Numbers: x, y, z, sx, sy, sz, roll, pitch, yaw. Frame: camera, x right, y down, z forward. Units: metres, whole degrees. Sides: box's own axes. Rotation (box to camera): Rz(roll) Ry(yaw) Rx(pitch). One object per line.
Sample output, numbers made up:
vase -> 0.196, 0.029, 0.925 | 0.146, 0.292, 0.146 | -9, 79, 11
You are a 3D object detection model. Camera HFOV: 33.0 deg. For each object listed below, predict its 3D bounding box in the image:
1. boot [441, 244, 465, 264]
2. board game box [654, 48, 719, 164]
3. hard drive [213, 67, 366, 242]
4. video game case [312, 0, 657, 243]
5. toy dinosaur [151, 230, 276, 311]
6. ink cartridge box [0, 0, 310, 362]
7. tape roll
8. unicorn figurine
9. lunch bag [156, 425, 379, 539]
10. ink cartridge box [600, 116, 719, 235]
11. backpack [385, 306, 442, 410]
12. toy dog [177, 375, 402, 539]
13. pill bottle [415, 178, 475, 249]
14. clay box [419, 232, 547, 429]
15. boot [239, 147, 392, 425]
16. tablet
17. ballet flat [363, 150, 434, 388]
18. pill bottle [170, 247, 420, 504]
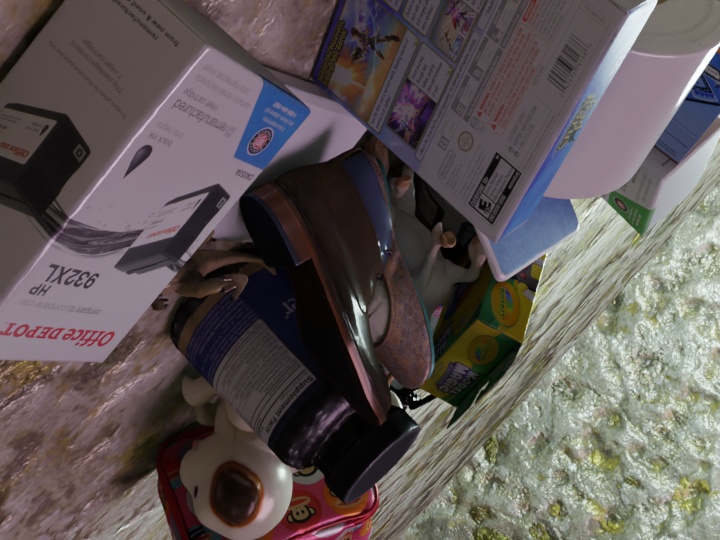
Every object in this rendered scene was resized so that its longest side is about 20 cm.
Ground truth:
boot -> 0.006, 0.020, 1.163 | 0.199, 0.070, 0.174 | 20, 148, -32
board game box -> 0.219, -0.190, 1.018 | 0.103, 0.200, 0.019 | -53, 176, 21
hard drive -> -0.072, -0.077, 0.860 | 0.132, 0.026, 0.200 | -51, 163, 14
video game case -> 0.070, -0.147, 0.779 | 0.045, 0.181, 0.200 | -33, 159, -40
toy dinosaur -> -0.124, -0.001, 0.834 | 0.199, 0.059, 0.101 | -19, -175, -37
ink cartridge box -> -0.139, -0.049, 0.658 | 0.200, 0.084, 0.145 | -49, 164, 8
tape roll -> 0.145, -0.171, 0.879 | 0.202, 0.203, 0.139 | -32, 159, -40
unicorn figurine -> 0.045, -0.010, 1.019 | 0.073, 0.201, 0.137 | -1, 150, -24
lunch bag -> -0.096, 0.207, 1.190 | 0.199, 0.177, 0.082 | -15, 144, -20
ink cartridge box -> 0.226, -0.148, 1.134 | 0.084, 0.200, 0.146 | -41, 163, -8
backpack -> 0.082, 0.049, 1.332 | 0.167, 0.126, 0.200 | -52, -178, -26
toy dog -> -0.076, 0.151, 1.098 | 0.200, 0.194, 0.140 | -49, 175, -21
pill bottle -> 0.109, -0.071, 1.170 | 0.111, 0.111, 0.200 | -38, 162, -26
clay box -> 0.107, 0.027, 1.034 | 0.115, 0.047, 0.200 | -54, -171, 48
boot -> -0.001, 0.010, 0.882 | 0.097, 0.201, 0.075 | -35, -157, -24
tablet -> 0.109, -0.103, 0.989 | 0.014, 0.201, 0.130 | -16, -170, 45
ballet flat -> 0.000, 0.000, 0.959 | 0.067, 0.201, 0.068 | -2, 157, -36
pill bottle -> -0.050, 0.086, 0.978 | 0.112, 0.200, 0.112 | -41, 163, -15
